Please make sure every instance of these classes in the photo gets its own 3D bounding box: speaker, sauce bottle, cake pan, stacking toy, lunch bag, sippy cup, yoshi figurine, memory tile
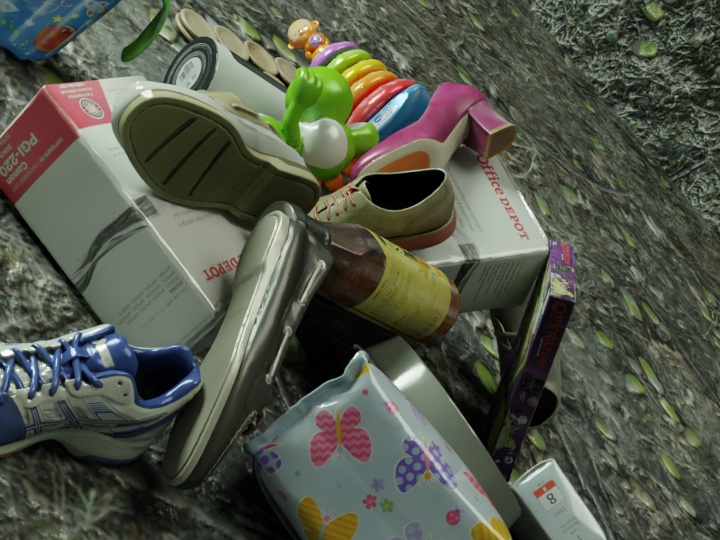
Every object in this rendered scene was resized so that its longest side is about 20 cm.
[{"bbox_3d":[-0.091,-0.140,1.227,0.199,0.081,0.082,29,30,-40],"label":"speaker"},{"bbox_3d":[0.000,0.000,0.994,0.199,0.066,0.066,30,29,-48],"label":"sauce bottle"},{"bbox_3d":[0.064,0.133,1.029,0.201,0.037,0.200,55,-5,7],"label":"cake pan"},{"bbox_3d":[-0.016,-0.213,1.438,0.200,0.116,0.110,50,5,19],"label":"stacking toy"},{"bbox_3d":[0.013,0.162,0.883,0.170,0.127,0.200,52,-3,7],"label":"lunch bag"},{"bbox_3d":[-0.249,-0.244,1.027,0.178,0.130,0.139,53,22,7],"label":"sippy cup"},{"bbox_3d":[-0.077,-0.129,1.121,0.199,0.113,0.112,-9,30,-36],"label":"yoshi figurine"},{"bbox_3d":[-0.109,-0.195,1.362,0.199,0.017,0.154,19,37,-50],"label":"memory tile"}]

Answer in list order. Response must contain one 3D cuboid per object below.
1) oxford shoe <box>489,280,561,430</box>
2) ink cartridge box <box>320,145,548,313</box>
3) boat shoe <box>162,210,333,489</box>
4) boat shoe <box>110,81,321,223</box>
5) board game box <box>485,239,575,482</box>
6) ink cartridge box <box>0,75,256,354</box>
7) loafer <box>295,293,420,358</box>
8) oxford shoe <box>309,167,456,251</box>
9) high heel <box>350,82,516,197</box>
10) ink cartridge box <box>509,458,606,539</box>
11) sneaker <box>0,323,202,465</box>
[{"bbox_3d":[0.167,0.074,1.292,0.058,0.074,0.202,-52,136,-61],"label":"oxford shoe"},{"bbox_3d":[0.054,-0.035,1.204,0.198,0.084,0.146,-7,51,-24],"label":"ink cartridge box"},{"bbox_3d":[-0.066,0.054,0.826,0.057,0.067,0.201,32,59,-23],"label":"boat shoe"},{"bbox_3d":[-0.109,-0.089,0.914,0.200,0.075,0.069,30,23,-55],"label":"boat shoe"},{"bbox_3d":[0.156,0.085,1.193,0.032,0.201,0.120,14,27,-3],"label":"board game box"},{"bbox_3d":[-0.156,-0.036,0.935,0.200,0.085,0.146,50,22,5],"label":"ink cartridge box"},{"bbox_3d":[-0.033,0.035,1.068,0.200,0.070,0.068,28,26,-37],"label":"loafer"},{"bbox_3d":[-0.017,-0.050,1.087,0.075,0.198,0.071,85,-12,-54],"label":"oxford shoe"},{"bbox_3d":[0.048,-0.127,1.186,0.199,0.068,0.096,-26,51,-32],"label":"high heel"},{"bbox_3d":[0.193,0.256,1.075,0.200,0.050,0.162,52,-9,12],"label":"ink cartridge box"},{"bbox_3d":[-0.177,0.059,0.741,0.199,0.088,0.076,12,45,-55],"label":"sneaker"}]
